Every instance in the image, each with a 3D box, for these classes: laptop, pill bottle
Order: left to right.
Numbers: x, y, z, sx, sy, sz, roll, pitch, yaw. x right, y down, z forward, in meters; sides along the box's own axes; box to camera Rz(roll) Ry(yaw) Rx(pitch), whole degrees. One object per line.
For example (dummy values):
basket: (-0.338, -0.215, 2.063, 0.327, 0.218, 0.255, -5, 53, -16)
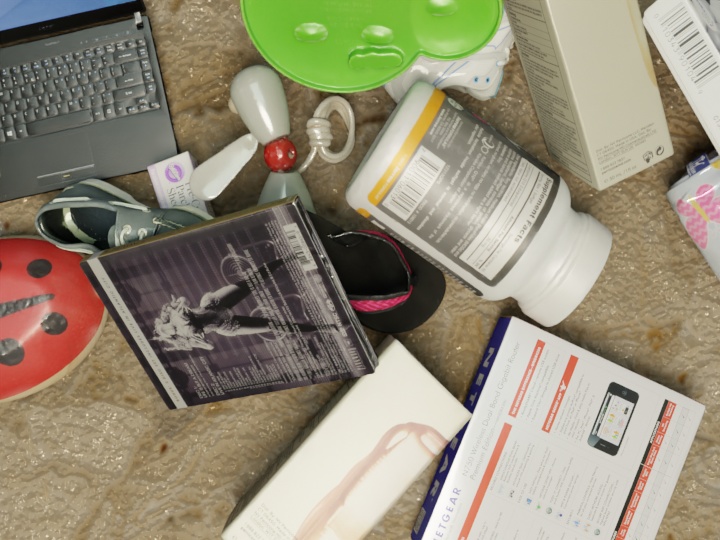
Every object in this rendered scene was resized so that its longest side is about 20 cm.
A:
laptop: (-0.260, -0.169, 0.752, 0.173, 0.103, 0.204, -11, 96, 2)
pill bottle: (0.095, -0.050, 0.741, 0.198, 0.116, 0.118, 34, 87, -6)

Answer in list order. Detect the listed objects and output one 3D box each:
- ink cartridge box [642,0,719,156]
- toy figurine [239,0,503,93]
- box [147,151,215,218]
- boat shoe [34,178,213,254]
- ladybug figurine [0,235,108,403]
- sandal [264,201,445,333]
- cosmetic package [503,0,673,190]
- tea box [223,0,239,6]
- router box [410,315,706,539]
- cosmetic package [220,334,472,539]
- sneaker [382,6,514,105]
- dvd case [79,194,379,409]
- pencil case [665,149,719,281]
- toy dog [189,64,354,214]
ink cartridge box: (0.324, -0.132, 0.718, 0.198, 0.043, 0.201, -20, 79, -44)
toy figurine: (0.014, -0.260, 0.741, 0.195, 0.152, 0.187, 2, 48, 4)
box: (-0.129, 0.003, 0.784, 0.041, 0.039, 0.204, -18, 86, 0)
boat shoe: (-0.179, -0.020, 0.740, 0.197, 0.061, 0.074, 21, 119, 27)
ladybug figurine: (-0.305, 0.040, 0.769, 0.196, 0.072, 0.138, -20, 85, -1)
sandal: (0.000, 0.000, 0.727, 0.198, 0.045, 0.077, 21, 72, -38)
cosmetic package: (0.170, -0.177, 0.719, 0.070, 0.105, 0.203, -24, 117, -2)
tea box: (-0.172, -0.337, 0.728, 0.196, 0.197, 0.136, 18, 79, 2)
router box: (0.160, 0.164, 0.754, 0.177, 0.049, 0.203, 24, 87, -2)
cosmetic package: (-0.011, 0.156, 0.740, 0.087, 0.103, 0.200, 42, 89, 1)
sneaker: (0.107, -0.196, 0.786, 0.198, 0.075, 0.088, -34, 92, 7)
dvd case: (-0.100, 0.032, 0.700, 0.197, 0.016, 0.151, -13, 118, 25)
pencil case: (0.335, -0.013, 0.753, 0.090, 0.083, 0.202, -34, 86, 26)
toy dog: (-0.077, -0.054, 0.763, 0.095, 0.130, 0.205, -8, 77, 42)
